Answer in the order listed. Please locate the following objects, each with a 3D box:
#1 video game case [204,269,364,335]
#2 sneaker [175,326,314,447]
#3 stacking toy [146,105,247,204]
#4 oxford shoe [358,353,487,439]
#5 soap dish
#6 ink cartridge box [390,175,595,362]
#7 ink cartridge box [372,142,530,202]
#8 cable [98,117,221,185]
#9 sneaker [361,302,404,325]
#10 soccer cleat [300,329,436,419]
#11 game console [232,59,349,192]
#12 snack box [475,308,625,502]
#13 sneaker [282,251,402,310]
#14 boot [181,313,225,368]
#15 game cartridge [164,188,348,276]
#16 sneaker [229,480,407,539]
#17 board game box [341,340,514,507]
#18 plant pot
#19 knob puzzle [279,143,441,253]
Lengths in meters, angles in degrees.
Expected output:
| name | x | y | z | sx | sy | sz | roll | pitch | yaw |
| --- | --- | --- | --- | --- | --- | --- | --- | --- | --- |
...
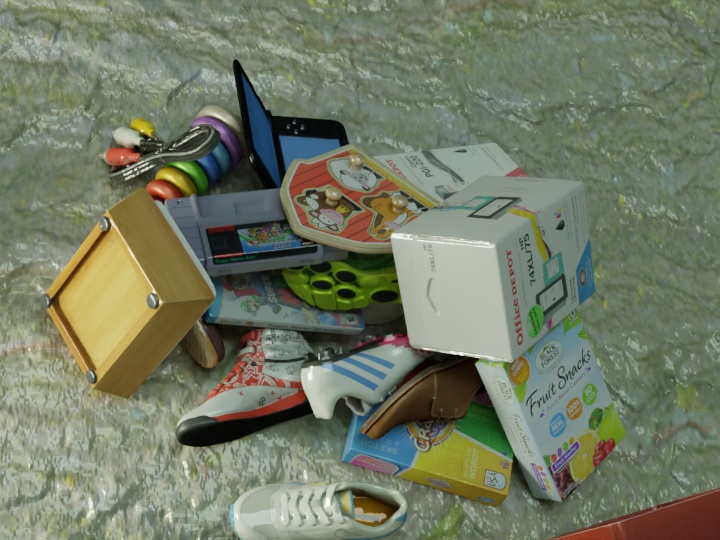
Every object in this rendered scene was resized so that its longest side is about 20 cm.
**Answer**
| name | x | y | z | sx | sy | sz | roll | pitch | yaw |
| --- | --- | --- | --- | --- | --- | --- | --- | --- | --- |
| video game case | -0.098 | 0.007 | 1.463 | 0.200 | 0.018 | 0.143 | 6 | 54 | -25 |
| sneaker | -0.138 | 0.132 | 1.409 | 0.201 | 0.067 | 0.108 | -14 | 64 | -28 |
| stacking toy | -0.226 | -0.119 | 1.527 | 0.085 | 0.085 | 0.200 | 36 | 60 | 5 |
| oxford shoe | 0.086 | 0.153 | 1.417 | 0.200 | 0.071 | 0.071 | -27 | 76 | -31 |
| soap dish | -0.265 | 0.030 | 1.349 | 0.081 | 0.200 | 0.157 | -12 | 62 | -51 |
| ink cartridge box | 0.157 | -0.007 | 1.402 | 0.146 | 0.147 | 0.200 | 7 | 28 | 38 |
| ink cartridge box | 0.118 | -0.093 | 1.588 | 0.200 | 0.085 | 0.146 | -10 | 38 | -21 |
| cable | -0.258 | -0.151 | 1.491 | 0.050 | 0.200 | 0.097 | 50 | 63 | -30 |
| sneaker | 0.073 | 0.013 | 1.531 | 0.199 | 0.093 | 0.070 | -6 | 62 | -21 |
| soccer cleat | 0.018 | 0.121 | 1.423 | 0.200 | 0.070 | 0.087 | -12 | 92 | -32 |
| game console | -0.079 | -0.164 | 1.556 | 0.176 | 0.117 | 0.200 | 2 | 48 | -17 |
| snack box | 0.233 | 0.158 | 1.457 | 0.142 | 0.053 | 0.200 | -38 | 113 | -33 |
| sneaker | 0.000 | 0.000 | 1.464 | 0.200 | 0.074 | 0.084 | 2 | 32 | -15 |
| boot | -0.153 | 0.013 | 1.470 | 0.166 | 0.072 | 0.200 | -14 | 62 | -23 |
| game cartridge | -0.123 | -0.049 | 1.417 | 0.200 | 0.038 | 0.130 | -7 | 36 | -13 |
| sneaker | -0.046 | 0.266 | 1.348 | 0.200 | 0.081 | 0.077 | 2 | 61 | -15 |
| board game box | 0.089 | 0.185 | 1.464 | 0.200 | 0.040 | 0.153 | 17 | 56 | -8 |
| plant pot | 0.342 | 0.359 | 1.361 | 0.199 | 0.200 | 0.177 | -11 | 76 | -23 |
| knob puzzle | -0.007 | -0.086 | 1.436 | 0.219 | 0.030 | 0.220 | 11 | 37 | -9 |
